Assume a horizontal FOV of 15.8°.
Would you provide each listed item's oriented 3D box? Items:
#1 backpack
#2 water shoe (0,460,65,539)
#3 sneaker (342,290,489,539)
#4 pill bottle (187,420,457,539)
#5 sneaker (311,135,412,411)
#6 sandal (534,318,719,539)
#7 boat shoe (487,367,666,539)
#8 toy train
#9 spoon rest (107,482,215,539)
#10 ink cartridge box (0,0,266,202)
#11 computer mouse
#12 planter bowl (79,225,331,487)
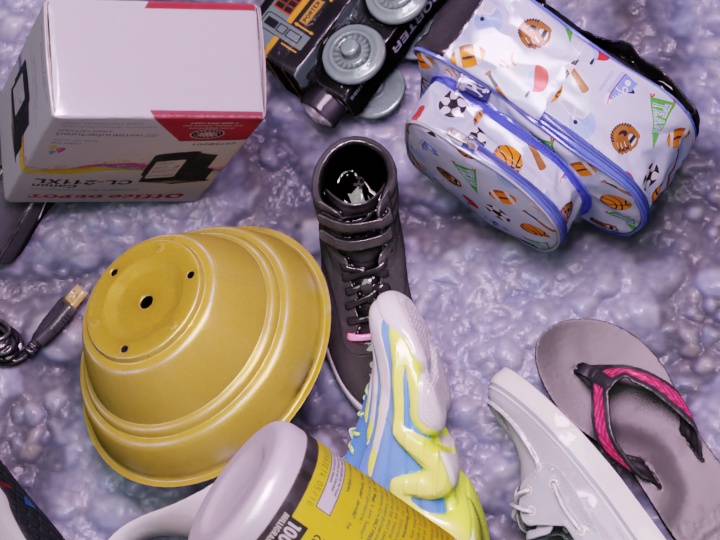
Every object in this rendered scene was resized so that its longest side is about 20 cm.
[{"bbox_3d":[0.126,-0.101,1.739,0.190,0.200,0.155,26,86,7],"label":"backpack"},{"bbox_3d":[-0.256,0.187,1.769,0.079,0.071,0.200,-47,54,7],"label":"water shoe"},{"bbox_3d":[0.014,0.119,1.733,0.105,0.076,0.201,-15,91,12],"label":"sneaker"},{"bbox_3d":[-0.003,0.194,1.659,0.200,0.112,0.113,35,82,-14],"label":"pill bottle"},{"bbox_3d":[0.000,0.000,1.770,0.070,0.099,0.201,-7,76,4],"label":"sneaker"},{"bbox_3d":[0.194,0.108,1.742,0.075,0.045,0.200,-38,74,-2],"label":"sandal"},{"bbox_3d":[0.138,0.156,1.725,0.071,0.070,0.201,-37,76,-6],"label":"boat shoe"},{"bbox_3d":[0.007,-0.197,1.832,0.114,0.085,0.200,33,82,24],"label":"toy train"},{"bbox_3d":[-0.110,0.175,1.750,0.200,0.099,0.061,-37,69,10],"label":"spoon rest"},{"bbox_3d":[-0.157,-0.111,1.751,0.145,0.200,0.083,-1,75,-17],"label":"ink cartridge box"},{"bbox_3d":[-0.240,-0.034,1.840,0.140,0.046,0.200,37,83,17],"label":"computer mouse"},{"bbox_3d":[-0.126,0.038,1.745,0.200,0.083,0.201,-17,53,24],"label":"planter bowl"}]
